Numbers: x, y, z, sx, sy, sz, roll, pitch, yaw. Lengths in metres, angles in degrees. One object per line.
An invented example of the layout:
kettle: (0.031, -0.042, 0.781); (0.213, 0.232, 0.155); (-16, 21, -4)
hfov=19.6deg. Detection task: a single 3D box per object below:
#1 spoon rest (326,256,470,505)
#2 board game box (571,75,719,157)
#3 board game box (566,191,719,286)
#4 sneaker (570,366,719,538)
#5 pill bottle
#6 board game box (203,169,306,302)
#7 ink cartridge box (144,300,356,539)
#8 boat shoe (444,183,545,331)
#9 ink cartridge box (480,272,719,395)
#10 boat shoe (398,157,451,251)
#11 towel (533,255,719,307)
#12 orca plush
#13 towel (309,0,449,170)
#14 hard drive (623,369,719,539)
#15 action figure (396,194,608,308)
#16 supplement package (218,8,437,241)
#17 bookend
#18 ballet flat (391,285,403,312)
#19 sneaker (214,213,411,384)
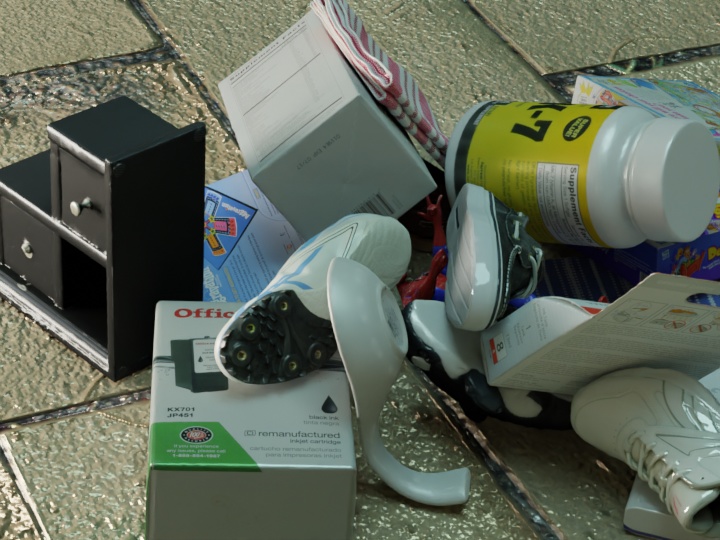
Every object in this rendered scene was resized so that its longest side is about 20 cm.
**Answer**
spoon rest: (0.015, 0.082, 1.474); (0.060, 0.200, 0.099); (-19, 22, 15)
board game box: (0.301, -0.130, 1.878); (0.134, 0.034, 0.200); (0, 21, -30)
board game box: (0.242, -0.048, 1.767); (0.134, 0.045, 0.200); (-15, 28, -28)
sneaker: (0.230, 0.135, 1.459); (0.200, 0.078, 0.099); (20, 40, 24)
pill bottle: (0.177, -0.077, 1.663); (0.200, 0.115, 0.114); (6, 29, 37)
board game box: (-0.095, -0.018, 1.712); (0.103, 0.019, 0.200); (-21, 35, -4)
ink cartridge box: (-0.080, 0.109, 1.503); (0.146, 0.083, 0.200); (1, 33, -5)
boat shoe: (0.105, -0.011, 1.554); (0.071, 0.072, 0.200); (16, 26, -5)
ink cartridge box: (0.204, 0.034, 1.479); (0.162, 0.200, 0.050); (8, 59, -30)
boat shoe: (0.019, -0.093, 1.823); (0.070, 0.071, 0.200); (-24, 42, -33)
towel: (0.216, 0.034, 1.704); (0.199, 0.024, 0.145); (-5, 37, -9)
orca plush: (0.108, 0.084, 1.573); (0.199, 0.071, 0.105); (12, 49, -27)
towel: (0.041, -0.143, 1.735); (0.030, 0.200, 0.146); (-39, 49, 8)
hard drive: (0.280, 0.138, 1.547); (0.132, 0.025, 0.200); (13, 35, 13)
action figure: (0.095, 0.003, 1.652); (0.200, 0.099, 0.065); (10, 31, 33)
supplement package: (-0.030, -0.113, 1.716); (0.114, 0.110, 0.200); (-37, 28, 8)
bookend: (-0.218, -0.053, 1.625); (0.092, 0.200, 0.199); (-26, 45, -37)
ballet flat: (0.000, 0.000, 1.689); (0.067, 0.046, 0.200); (-37, 31, 9)
sneaker: (-0.040, 0.023, 1.514); (0.072, 0.072, 0.200); (-9, 23, 46)
